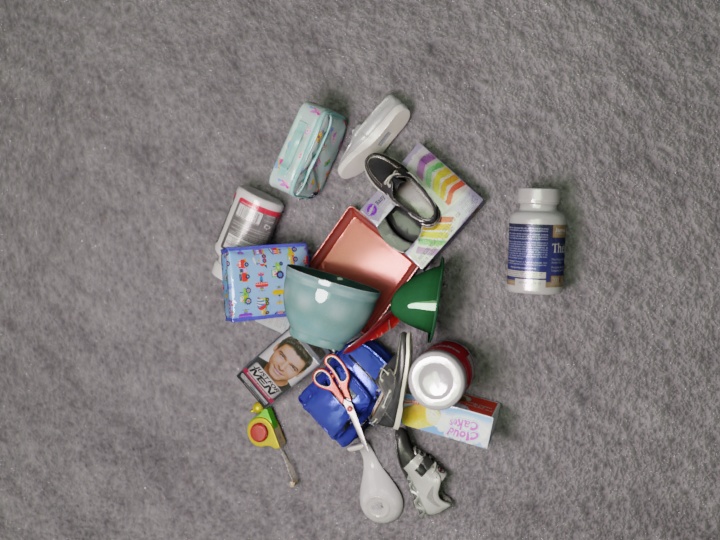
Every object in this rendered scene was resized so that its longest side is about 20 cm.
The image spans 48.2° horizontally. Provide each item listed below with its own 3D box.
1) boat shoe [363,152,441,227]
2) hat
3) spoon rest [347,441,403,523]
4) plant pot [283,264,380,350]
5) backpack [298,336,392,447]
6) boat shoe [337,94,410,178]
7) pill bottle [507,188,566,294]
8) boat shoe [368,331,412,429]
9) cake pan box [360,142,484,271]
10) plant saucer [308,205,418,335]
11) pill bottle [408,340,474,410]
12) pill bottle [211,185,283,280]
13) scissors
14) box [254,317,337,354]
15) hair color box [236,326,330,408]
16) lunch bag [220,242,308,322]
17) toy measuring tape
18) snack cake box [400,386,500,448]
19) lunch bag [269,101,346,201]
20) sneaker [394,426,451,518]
[{"bbox_3d":[0.081,-0.165,1.610,0.074,0.060,0.200,-42,80,4],"label":"boat shoe"},{"bbox_3d":[0.069,0.055,1.615,0.173,0.167,0.202,9,55,4],"label":"hat"},{"bbox_3d":[0.029,0.456,1.746,0.098,0.061,0.203,-15,102,18],"label":"spoon rest"},{"bbox_3d":[-0.071,0.080,1.620,0.197,0.200,0.136,18,94,15],"label":"plant pot"},{"bbox_3d":[-0.011,0.249,1.681,0.162,0.168,0.200,44,98,4],"label":"backpack"},{"bbox_3d":[0.016,-0.282,1.689,0.200,0.072,0.069,-49,59,20],"label":"boat shoe"},{"bbox_3d":[0.346,-0.058,1.579,0.109,0.111,0.204,3,95,16],"label":"pill bottle"},{"bbox_3d":[0.062,0.212,1.568,0.067,0.072,0.203,13,107,6],"label":"boat shoe"},{"bbox_3d":[0.123,-0.128,1.656,0.184,0.052,0.200,44,93,12],"label":"cake pan box"},{"bbox_3d":[0.000,0.000,1.722,0.199,0.037,0.201,38,101,11],"label":"plant saucer"},{"bbox_3d":[0.168,0.202,1.604,0.110,0.200,0.114,1,94,15],"label":"pill bottle"},{"bbox_3d":[-0.252,-0.073,1.757,0.110,0.111,0.202,27,101,13],"label":"pill bottle"},{"bbox_3d":[-0.021,0.257,1.587,0.073,0.014,0.201,-39,75,2],"label":"scissors"},{"bbox_3d":[-0.127,0.108,1.764,0.198,0.049,0.083,22,99,14],"label":"box"},{"bbox_3d":[-0.169,0.203,1.745,0.099,0.061,0.200,49,121,-1],"label":"hair color box"},{"bbox_3d":[-0.185,0.023,1.686,0.197,0.094,0.153,-4,90,-18],"label":"lunch bag"},{"bbox_3d":[-0.204,0.392,1.798,0.073,0.073,0.203,-22,87,17],"label":"toy measuring tape"},{"bbox_3d":[0.179,0.291,1.651,0.197,0.115,0.068,13,98,16],"label":"snack cake box"},{"bbox_3d":[-0.108,-0.244,1.676,0.076,0.160,0.202,25,100,13],"label":"lunch bag"},{"bbox_3d":[0.135,0.416,1.698,0.087,0.074,0.203,-20,98,17],"label":"sneaker"}]
